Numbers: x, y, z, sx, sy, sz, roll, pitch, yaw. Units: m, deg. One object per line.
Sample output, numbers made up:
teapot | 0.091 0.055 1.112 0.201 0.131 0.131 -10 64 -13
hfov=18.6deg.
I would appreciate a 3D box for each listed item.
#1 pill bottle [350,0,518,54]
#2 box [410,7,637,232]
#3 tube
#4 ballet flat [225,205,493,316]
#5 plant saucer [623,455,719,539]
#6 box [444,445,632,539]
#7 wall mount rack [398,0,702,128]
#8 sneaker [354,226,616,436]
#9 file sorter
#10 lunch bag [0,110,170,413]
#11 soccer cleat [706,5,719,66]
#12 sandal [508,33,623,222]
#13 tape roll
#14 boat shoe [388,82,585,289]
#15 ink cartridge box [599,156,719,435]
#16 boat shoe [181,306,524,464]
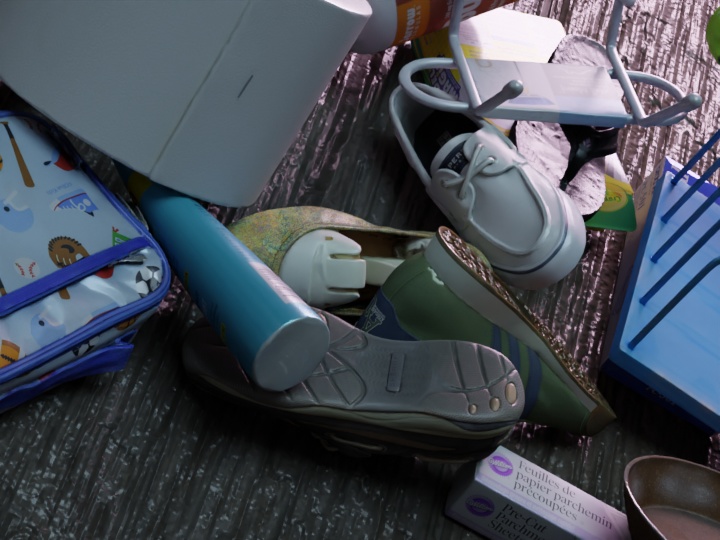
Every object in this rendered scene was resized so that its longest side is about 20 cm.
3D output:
pill bottle | 0.029 -0.214 1.510 0.199 0.112 0.112 -22 63 -18
box | 0.116 -0.102 1.552 0.117 0.048 0.200 8 45 -30
tube | -0.091 -0.011 1.260 0.050 0.078 0.200 -33 51 -13
ballet flat | 0.000 0.000 1.345 0.199 0.071 0.071 4 49 -36
plant saucer | 0.234 0.179 1.285 0.200 0.035 0.200 26 16 -8
box | 0.146 0.169 1.314 0.200 0.041 0.039 30 39 -9
wall mount rack | 0.131 -0.127 1.418 0.199 0.075 0.174 2 34 -12
sneaker | 0.071 0.058 1.349 0.200 0.090 0.067 44 11 -40
file sorter | 0.268 -0.001 1.433 0.139 0.123 0.200 34 39 -9
lunch bag | -0.203 0.000 1.204 0.160 0.076 0.200 49 43 13
soccer cleat | 0.312 -0.114 1.431 0.200 0.068 0.081 37 26 -3
sandal | 0.148 -0.109 1.508 0.075 0.048 0.201 29 40 -10
tape roll | -0.112 -0.149 1.306 0.202 0.139 0.203 31 12 -7
boat shoe | 0.072 -0.058 1.423 0.065 0.074 0.200 38 5 -40
ink cartridge box | 0.226 0.014 1.518 0.094 0.044 0.200 30 40 -10
boat shoe | -0.007 0.076 1.271 0.199 0.073 0.075 13 47 5
